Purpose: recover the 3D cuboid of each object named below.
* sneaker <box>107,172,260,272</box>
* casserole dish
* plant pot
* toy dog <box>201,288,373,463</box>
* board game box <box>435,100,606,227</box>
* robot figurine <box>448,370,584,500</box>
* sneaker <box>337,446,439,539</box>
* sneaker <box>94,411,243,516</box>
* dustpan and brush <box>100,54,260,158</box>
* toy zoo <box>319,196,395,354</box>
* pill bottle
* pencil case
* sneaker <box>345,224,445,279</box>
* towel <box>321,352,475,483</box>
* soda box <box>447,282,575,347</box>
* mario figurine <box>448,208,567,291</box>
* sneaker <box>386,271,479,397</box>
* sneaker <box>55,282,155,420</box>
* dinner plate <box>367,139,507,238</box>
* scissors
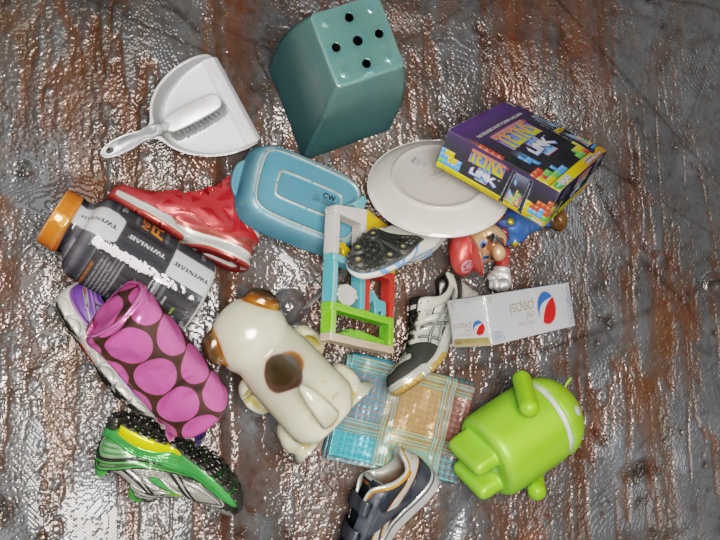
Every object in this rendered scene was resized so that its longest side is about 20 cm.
[{"bbox_3d":[-0.219,-0.086,0.905,0.197,0.078,0.117,27,66,-13],"label":"sneaker"},{"bbox_3d":[-0.075,-0.095,0.915,0.197,0.039,0.123,21,69,-26],"label":"casserole dish"},{"bbox_3d":[-0.022,-0.255,0.886,0.139,0.200,0.144,-21,90,-14],"label":"plant pot"},{"bbox_3d":[-0.104,0.124,0.844,0.140,0.194,0.200,-45,83,2],"label":"toy dog"},{"bbox_3d":[0.219,-0.151,0.920,0.164,0.057,0.199,34,38,18],"label":"board game box"},{"bbox_3d":[0.219,0.223,0.938,0.197,0.115,0.178,-25,119,-20],"label":"robot figurine"},{"bbox_3d":[0.011,0.319,0.902,0.200,0.078,0.080,-47,107,-13],"label":"sneaker"},{"bbox_3d":[-0.238,0.257,0.866,0.197,0.078,0.086,28,89,-2],"label":"sneaker"},{"bbox_3d":[-0.245,-0.191,0.902,0.198,0.057,0.141,-30,92,-13],"label":"dustpan and brush"},{"bbox_3d":[0.000,0.000,0.900,0.130,0.020,0.204,20,67,-48],"label":"toy zoo"},{"bbox_3d":[-0.284,-0.014,0.835,0.198,0.106,0.108,34,79,-22],"label":"pill bottle"},{"bbox_3d":[-0.236,0.111,0.802,0.093,0.091,0.202,-30,122,-3],"label":"pencil case"},{"bbox_3d":[0.054,-0.030,0.911,0.071,0.074,0.199,32,42,27],"label":"sneaker"},{"bbox_3d":[0.056,0.206,0.955,0.196,0.022,0.150,15,83,-11],"label":"towel"},{"bbox_3d":[0.208,0.059,0.935,0.197,0.067,0.065,-5,86,-42],"label":"soda box"},{"bbox_3d":[0.213,-0.049,0.969,0.198,0.106,0.125,-30,85,-16],"label":"mario figurine"},{"bbox_3d":[0.086,0.084,0.942,0.088,0.076,0.200,45,58,0],"label":"sneaker"},{"bbox_3d":[-0.296,0.097,0.861,0.083,0.080,0.202,-35,96,-25],"label":"sneaker"},{"bbox_3d":[0.107,-0.122,0.932,0.196,0.025,0.203,0,46,0],"label":"dinner plate"},{"bbox_3d":[-0.007,-0.021,0.967,0.197,0.014,0.074,-27,94,-12],"label":"scissors"}]
